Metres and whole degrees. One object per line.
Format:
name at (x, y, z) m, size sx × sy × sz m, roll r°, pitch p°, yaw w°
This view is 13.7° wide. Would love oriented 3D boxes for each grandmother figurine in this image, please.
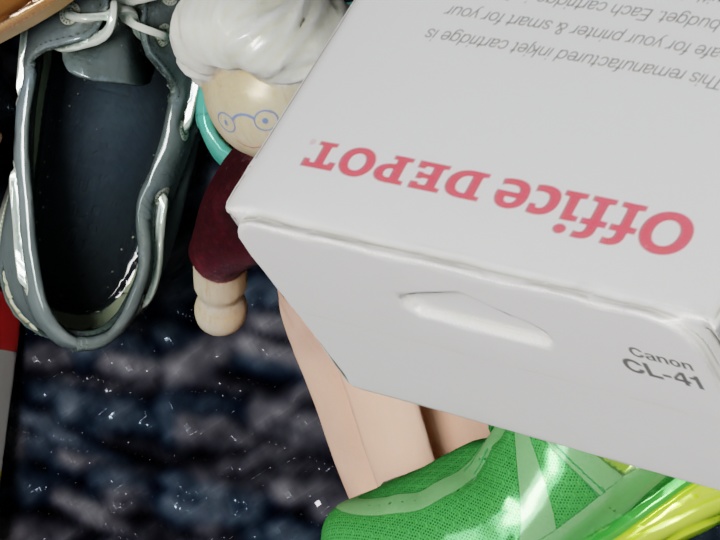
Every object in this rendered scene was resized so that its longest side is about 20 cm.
grandmother figurine at (0.000, 0.000, 0.860) m, size 0.121 × 0.061 × 0.200 m, roll -13°, pitch 120°, yaw 19°

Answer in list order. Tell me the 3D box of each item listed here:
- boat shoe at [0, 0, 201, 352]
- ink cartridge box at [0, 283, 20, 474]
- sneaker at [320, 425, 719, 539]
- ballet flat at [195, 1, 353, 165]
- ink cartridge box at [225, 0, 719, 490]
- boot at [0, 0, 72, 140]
boat shoe at (-0.071, -0.070, 0.923) m, size 0.073 × 0.062 × 0.201 m, roll 10°, pitch 105°, yaw -13°
ink cartridge box at (-0.181, 0.057, 0.985) m, size 0.116 × 0.067 × 0.201 m, roll 6°, pitch 86°, yaw 25°
sneaker at (0.074, 0.035, 0.819) m, size 0.200 × 0.074 × 0.084 m, roll -26°, pitch 89°, yaw 19°
ballet flat at (0.038, -0.057, 0.880) m, size 0.200 × 0.070 × 0.068 m, roll -11°, pitch 88°, yaw 25°
ink cartridge box at (0.081, -0.056, 0.760) m, size 0.147 × 0.086 × 0.200 m, roll 14°, pitch 63°, yaw 37°
boot at (-0.157, -0.107, 0.857) m, size 0.200 × 0.155 × 0.077 m, roll -59°, pitch 43°, yaw 23°
